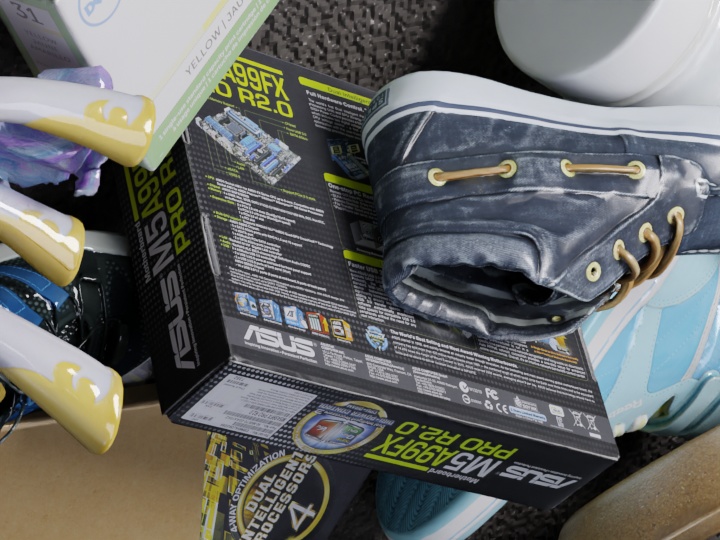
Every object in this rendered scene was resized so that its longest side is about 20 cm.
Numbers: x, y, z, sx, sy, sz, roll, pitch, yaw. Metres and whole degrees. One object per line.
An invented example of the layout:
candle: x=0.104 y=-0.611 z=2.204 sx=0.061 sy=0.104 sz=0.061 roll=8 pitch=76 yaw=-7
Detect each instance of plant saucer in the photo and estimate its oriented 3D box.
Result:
plant saucer: x=0.163 y=0.094 z=1.278 sx=0.200 sy=0.036 sz=0.200 roll=-27 pitch=169 yaw=-6

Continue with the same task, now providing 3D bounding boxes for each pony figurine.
pony figurine: x=-0.169 y=-0.041 z=0.917 sx=0.199 sy=0.166 sz=0.194 roll=15 pitch=71 yaw=-30

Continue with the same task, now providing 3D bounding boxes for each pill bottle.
pill bottle: x=0.154 y=-0.087 z=1.179 sx=0.200 sy=0.113 sz=0.113 roll=26 pitch=99 yaw=-41

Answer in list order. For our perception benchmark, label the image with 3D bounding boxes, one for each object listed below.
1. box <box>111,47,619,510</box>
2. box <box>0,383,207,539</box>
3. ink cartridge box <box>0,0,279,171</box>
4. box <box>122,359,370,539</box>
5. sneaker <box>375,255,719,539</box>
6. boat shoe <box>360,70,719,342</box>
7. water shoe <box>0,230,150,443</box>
box: x=0.000 y=0.000 z=1.099 sx=0.200 sy=0.161 sz=0.044 roll=16 pitch=136 yaw=-39
box: x=-0.156 y=0.129 z=1.096 sx=0.199 sy=0.021 sz=0.164 roll=-7 pitch=117 yaw=-27
ink cartridge box: x=-0.081 y=-0.151 z=0.983 sx=0.146 sy=0.048 sz=0.200 roll=-55 pitch=149 yaw=-20
box: x=-0.108 y=0.122 z=1.165 sx=0.161 sy=0.049 sz=0.200 roll=30 pitch=96 yaw=-36
sneaker: x=0.105 y=0.062 z=1.254 sx=0.200 sy=0.080 sz=0.130 roll=-51 pitch=130 yaw=2
boat shoe: x=0.097 y=-0.014 z=1.095 sx=0.200 sy=0.091 sz=0.071 roll=7 pitch=145 yaw=-14
water shoe: x=-0.140 y=0.040 z=1.017 sx=0.199 sy=0.079 sz=0.072 roll=-12 pitch=125 yaw=-33
